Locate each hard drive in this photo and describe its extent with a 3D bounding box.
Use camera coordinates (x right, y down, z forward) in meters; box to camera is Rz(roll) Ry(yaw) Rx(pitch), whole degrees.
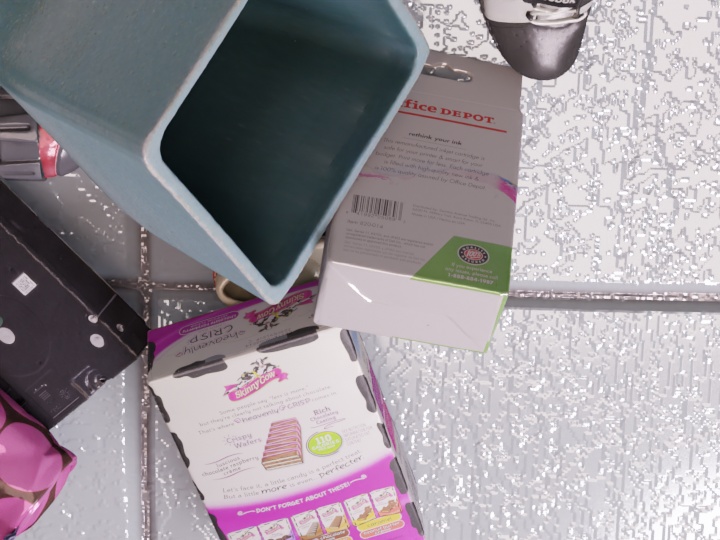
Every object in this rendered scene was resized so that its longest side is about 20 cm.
[{"bbox_3d":[-0.253,0.014,1.342,0.200,0.038,0.140,44,125,-10],"label":"hard drive"}]

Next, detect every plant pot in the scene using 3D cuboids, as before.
[{"bbox_3d":[-0.114,-0.132,1.204,0.200,0.196,0.196,22,74,30],"label":"plant pot"}]

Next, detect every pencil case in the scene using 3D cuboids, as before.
[{"bbox_3d":[-0.291,0.102,1.333,0.200,0.091,0.094,42,111,-4],"label":"pencil case"}]

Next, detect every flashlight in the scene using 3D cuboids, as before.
[{"bbox_3d":[-0.141,-0.093,1.325,0.200,0.068,0.068,0,144,-2],"label":"flashlight"}]

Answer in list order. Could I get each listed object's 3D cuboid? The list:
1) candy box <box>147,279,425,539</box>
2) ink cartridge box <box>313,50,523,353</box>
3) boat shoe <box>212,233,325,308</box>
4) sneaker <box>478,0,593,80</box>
[{"bbox_3d":[-0.048,0.112,1.347,0.136,0.061,0.200,-16,125,5],"label":"candy box"},{"bbox_3d":[0.041,-0.051,1.298,0.117,0.200,0.067,11,141,-2],"label":"ink cartridge box"},{"bbox_3d":[0.000,0.000,1.348,0.200,0.063,0.071,-3,103,0],"label":"boat shoe"},{"bbox_3d":[0.122,-0.196,1.260,0.074,0.089,0.200,-11,127,-11],"label":"sneaker"}]
